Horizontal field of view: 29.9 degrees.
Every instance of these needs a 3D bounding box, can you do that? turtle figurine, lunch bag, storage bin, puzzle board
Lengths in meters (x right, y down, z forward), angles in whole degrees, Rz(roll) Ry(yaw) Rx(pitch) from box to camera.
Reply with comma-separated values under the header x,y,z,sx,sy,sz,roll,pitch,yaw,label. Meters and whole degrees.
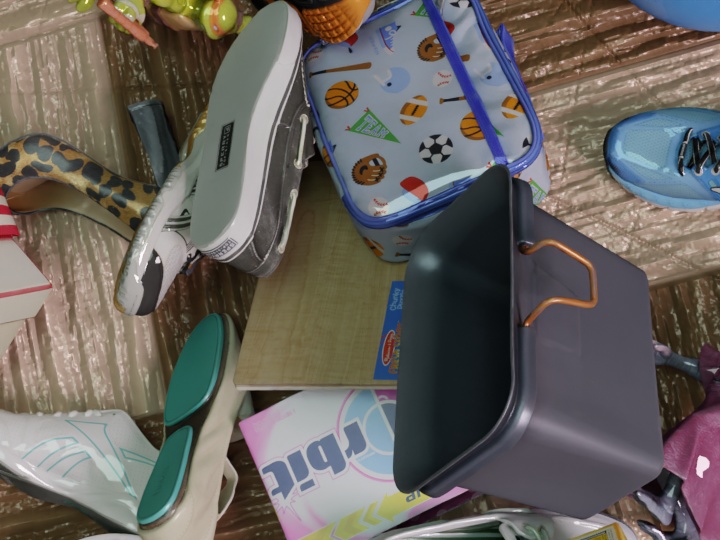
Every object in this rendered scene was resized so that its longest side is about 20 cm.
x,y,z,sx,sy,sz,roll,pitch,yaw,label
-0.148,-0.202,1.012,0.161,0.200,0.065,20,103,39,turtle figurine
0.047,-0.114,0.970,0.160,0.076,0.201,-24,56,7,lunch bag
0.116,0.050,0.841,0.134,0.146,0.201,22,48,-22,storage bin
0.000,0.000,0.966,0.150,0.017,0.201,-1,54,18,puzzle board

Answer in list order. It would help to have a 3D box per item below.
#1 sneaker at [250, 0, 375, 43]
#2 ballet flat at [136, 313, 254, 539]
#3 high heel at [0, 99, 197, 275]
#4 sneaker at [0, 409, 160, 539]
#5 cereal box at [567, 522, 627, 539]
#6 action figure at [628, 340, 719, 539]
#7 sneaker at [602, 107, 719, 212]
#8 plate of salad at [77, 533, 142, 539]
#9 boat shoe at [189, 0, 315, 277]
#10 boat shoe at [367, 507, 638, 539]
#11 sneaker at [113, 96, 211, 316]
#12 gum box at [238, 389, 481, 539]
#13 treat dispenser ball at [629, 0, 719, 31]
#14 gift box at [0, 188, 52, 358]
x,y,z,sx,sy,sz,roll,pitch,yaw,label
-0.032,-0.233,0.996,0.092,0.076,0.200,-42,34,-7,sneaker
-0.111,0.121,0.970,0.069,0.070,0.201,1,46,13,ballet flat
-0.222,-0.036,1.037,0.199,0.071,0.143,-21,73,2,high heel
-0.212,0.136,1.002,0.200,0.070,0.080,25,68,3,sneaker
0.099,0.254,0.868,0.199,0.144,0.040,-21,30,11,cereal box
0.254,0.090,0.875,0.149,0.134,0.200,40,78,0,action figure
0.267,-0.083,0.928,0.199,0.090,0.079,8,80,15,sneaker
-0.170,0.287,0.950,0.199,0.048,0.201,1,92,12,plate of salad
-0.068,-0.092,0.945,0.071,0.064,0.201,-10,60,44,boat shoe
0.097,0.195,0.887,0.199,0.067,0.074,-6,71,-11,boat shoe
-0.105,-0.044,0.977,0.087,0.076,0.201,31,66,-11,sneaker
0.030,0.118,0.949,0.199,0.066,0.114,-27,73,5,gum box
0.247,-0.264,0.913,0.200,0.201,0.202,-3,77,12,treat dispenser ball
-0.367,0.006,0.975,0.200,0.184,0.187,45,116,12,gift box
